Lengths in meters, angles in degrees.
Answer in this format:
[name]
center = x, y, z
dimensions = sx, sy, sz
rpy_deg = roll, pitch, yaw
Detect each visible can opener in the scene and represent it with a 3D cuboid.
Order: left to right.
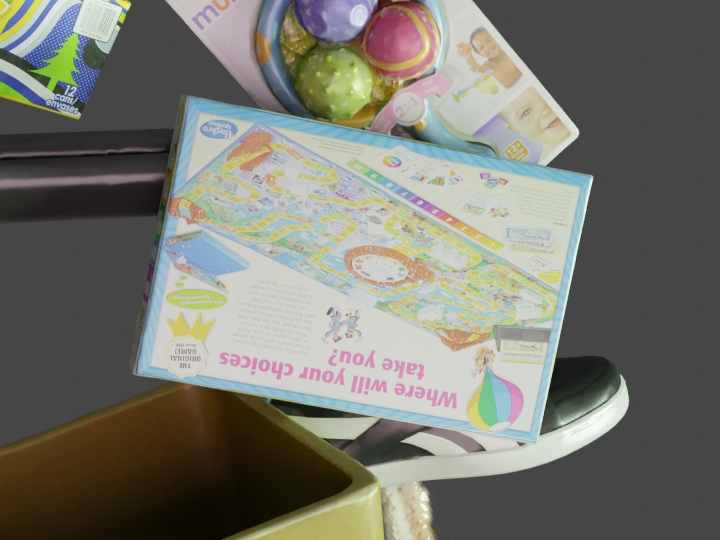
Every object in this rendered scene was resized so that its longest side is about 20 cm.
[can opener]
center = -0.182, -0.035, 1.032
dimensions = 0.200, 0.053, 0.066
rpy_deg = -7, 124, -8

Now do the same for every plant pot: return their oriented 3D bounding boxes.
[plant pot]
center = -0.098, 0.191, 1.001
dimensions = 0.195, 0.194, 0.200
rpy_deg = -19, 111, -22

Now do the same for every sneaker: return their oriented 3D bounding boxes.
[sneaker]
center = 0.033, 0.046, 1.078
dimensions = 0.200, 0.073, 0.112
rpy_deg = -13, 110, -4

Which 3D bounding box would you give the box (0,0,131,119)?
[box]
center = -0.206, -0.130, 0.944
dimensions = 0.200, 0.070, 0.064
rpy_deg = 16, 106, -42

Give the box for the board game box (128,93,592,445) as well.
[board game box]
center = 0.000, 0.000, 1.020
dimensions = 0.200, 0.034, 0.135
rpy_deg = 11, 94, -11

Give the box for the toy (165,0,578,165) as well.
[toy]
center = 0.009, -0.099, 1.042
dimensions = 0.115, 0.047, 0.200
rpy_deg = -41, 110, 3
